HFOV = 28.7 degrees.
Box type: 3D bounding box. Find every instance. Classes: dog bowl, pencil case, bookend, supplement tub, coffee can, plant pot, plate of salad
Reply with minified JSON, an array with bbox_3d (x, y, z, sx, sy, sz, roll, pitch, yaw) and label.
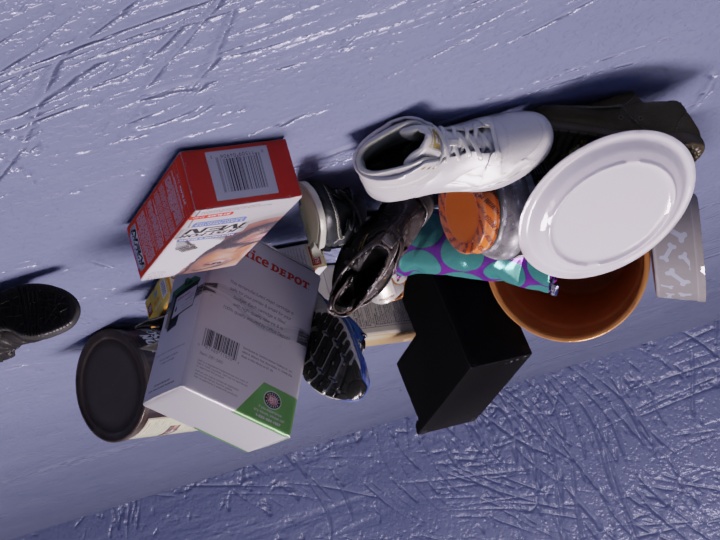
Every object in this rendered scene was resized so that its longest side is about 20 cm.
[{"bbox_3d":[0.372,-0.058,1.684,0.058,0.202,0.200,-6,169,10],"label":"dog bowl"},{"bbox_3d":[0.139,-0.023,1.651,0.198,0.085,0.093,7,132,11],"label":"pencil case"},{"bbox_3d":[0.110,0.076,1.820,0.091,0.200,0.200,-10,153,-25],"label":"bookend"},{"bbox_3d":[0.192,-0.079,1.535,0.198,0.124,0.122,-8,165,-28],"label":"supplement tub"},{"bbox_3d":[-0.261,0.149,1.895,0.146,0.148,0.199,-25,164,37],"label":"coffee can"},{"bbox_3d":[0.263,-0.023,1.741,0.199,0.202,0.140,-20,-178,18],"label":"plant pot"},{"bbox_3d":[0.252,-0.072,1.458,0.198,0.048,0.201,-12,137,-11],"label":"plate of salad"}]

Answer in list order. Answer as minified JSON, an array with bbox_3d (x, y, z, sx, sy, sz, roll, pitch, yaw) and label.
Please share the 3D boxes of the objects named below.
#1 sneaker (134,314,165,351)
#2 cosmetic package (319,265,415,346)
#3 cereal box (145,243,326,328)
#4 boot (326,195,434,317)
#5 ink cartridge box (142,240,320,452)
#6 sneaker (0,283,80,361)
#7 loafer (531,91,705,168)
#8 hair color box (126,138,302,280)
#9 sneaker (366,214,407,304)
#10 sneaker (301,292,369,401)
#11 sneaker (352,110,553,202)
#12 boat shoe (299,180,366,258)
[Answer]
[{"bbox_3d":[-0.165,0.071,1.708,0.199,0.061,0.104,5,155,-45],"label":"sneaker"},{"bbox_3d":[0.019,0.045,1.894,0.199,0.106,0.071,-3,163,-39],"label":"cosmetic package"},{"bbox_3d":[-0.153,0.018,1.716,0.198,0.040,0.144,-11,166,-21],"label":"cereal box"},{"bbox_3d":[0.000,0.000,1.538,0.201,0.069,0.174,-56,179,35],"label":"boot"},{"bbox_3d":[-0.136,0.072,1.521,0.146,0.201,0.084,29,145,-29],"label":"ink cartridge box"},{"bbox_3d":[-0.396,0.064,1.553,0.198,0.061,0.104,-11,166,3],"label":"sneaker"},{"bbox_3d":[0.258,-0.146,1.461,0.198,0.068,0.076,5,149,-14],"label":"loafer"},{"bbox_3d":[-0.146,-0.056,1.365,0.110,0.064,0.200,-10,167,-26],"label":"hair color box"},{"bbox_3d":[0.025,-0.010,1.711,0.072,0.085,0.200,-17,163,10],"label":"sneaker"},{"bbox_3d":[-0.023,0.084,1.572,0.089,0.200,0.079,27,107,-29],"label":"sneaker"},{"bbox_3d":[0.090,-0.116,1.370,0.198,0.074,0.116,-16,170,7],"label":"sneaker"},{"bbox_3d":[-0.026,-0.057,1.478,0.066,0.075,0.199,-17,168,-5],"label":"boat shoe"}]
